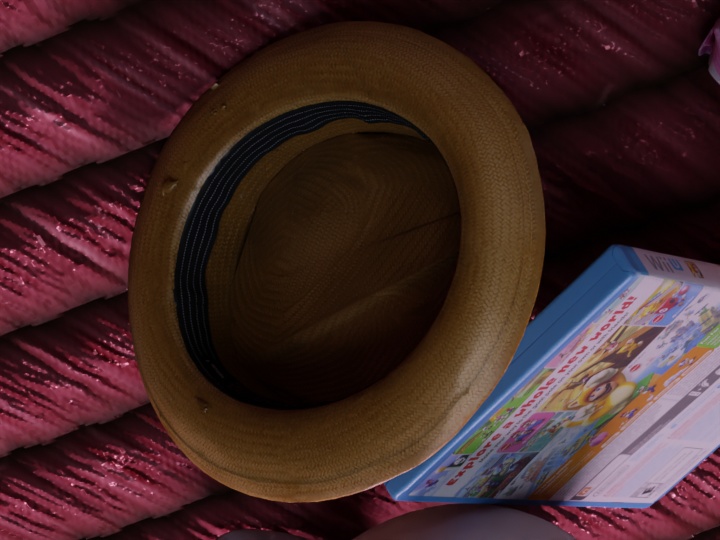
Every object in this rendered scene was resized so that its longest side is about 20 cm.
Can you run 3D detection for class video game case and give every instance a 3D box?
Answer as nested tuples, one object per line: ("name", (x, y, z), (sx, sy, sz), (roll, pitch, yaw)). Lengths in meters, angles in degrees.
("video game case", (0.115, 0.050, 0.968), (0.143, 0.018, 0.200), (-45, 150, 25))

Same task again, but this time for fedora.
("fedora", (0.000, 0.000, 0.910), (0.200, 0.201, 0.082), (-41, 151, 23))

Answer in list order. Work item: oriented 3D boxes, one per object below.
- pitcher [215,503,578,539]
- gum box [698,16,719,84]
("pitcher", (0.043, 0.170, 1.026), (0.171, 0.122, 0.200), (21, 164, -36))
("gum box", (0.244, -0.085, 0.910), (0.199, 0.066, 0.114), (21, 121, -19))
